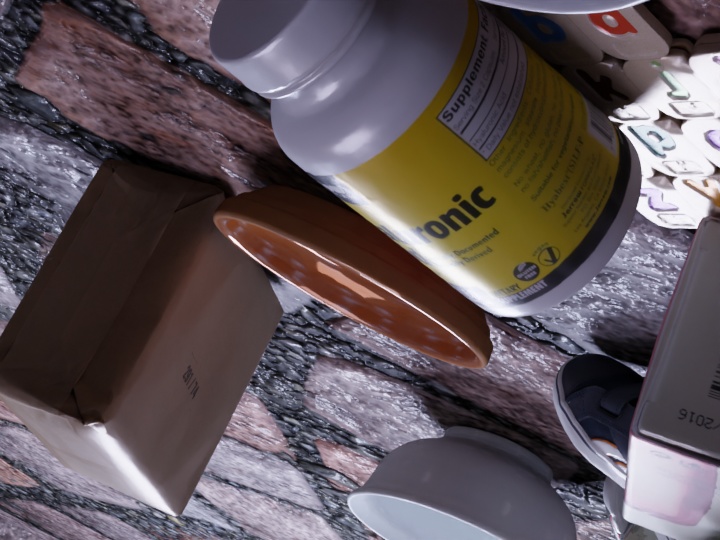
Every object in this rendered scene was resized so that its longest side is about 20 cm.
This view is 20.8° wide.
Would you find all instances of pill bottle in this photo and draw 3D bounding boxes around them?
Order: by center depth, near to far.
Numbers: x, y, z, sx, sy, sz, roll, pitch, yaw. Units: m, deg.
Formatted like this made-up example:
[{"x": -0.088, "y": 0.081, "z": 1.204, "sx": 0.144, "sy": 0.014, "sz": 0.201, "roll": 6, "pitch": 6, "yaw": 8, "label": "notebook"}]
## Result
[{"x": 0.029, "y": -0.073, "z": 0.903, "sx": 0.200, "sy": 0.112, "sz": 0.111, "roll": 37, "pitch": 158, "yaw": -31, "label": "pill bottle"}]

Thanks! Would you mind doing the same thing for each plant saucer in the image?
[{"x": 0.000, "y": 0.000, "z": 1.254, "sx": 0.200, "sy": 0.038, "sz": 0.200, "roll": 28, "pitch": 170, "yaw": 5, "label": "plant saucer"}]

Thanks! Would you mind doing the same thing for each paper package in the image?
[{"x": -0.152, "y": 0.049, "z": 1.376, "sx": 0.103, "sy": 0.191, "sz": 0.200, "roll": 21, "pitch": 160, "yaw": 20, "label": "paper package"}]

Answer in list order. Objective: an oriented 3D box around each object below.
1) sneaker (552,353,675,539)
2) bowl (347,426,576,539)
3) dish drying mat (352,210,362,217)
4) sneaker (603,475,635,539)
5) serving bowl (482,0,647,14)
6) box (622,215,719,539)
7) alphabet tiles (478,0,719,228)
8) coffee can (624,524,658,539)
[{"x": 0.196, "y": 0.108, "z": 1.229, "sx": 0.200, "sy": 0.078, "sz": 0.080, "roll": 53, "pitch": 142, "yaw": 36, "label": "sneaker"}, {"x": 0.096, "y": 0.188, "z": 1.593, "sx": 0.200, "sy": 0.091, "sz": 0.201, "roll": 22, "pitch": 161, "yaw": 8, "label": "bowl"}, {"x": 0.060, "y": -0.037, "z": 1.149, "sx": 0.077, "sy": 0.018, "sz": 0.200, "roll": 31, "pitch": 161, "yaw": -13, "label": "dish drying mat"}, {"x": 0.232, "y": 0.208, "z": 1.507, "sx": 0.200, "sy": 0.077, "sz": 0.082, "roll": 50, "pitch": 170, "yaw": -32, "label": "sneaker"}, {"x": 0.042, "y": -0.178, "z": 0.719, "sx": 0.200, "sy": 0.066, "sz": 0.200, "roll": 23, "pitch": 162, "yaw": 8, "label": "serving bowl"}, {"x": 0.211, "y": 0.074, "z": 1.062, "sx": 0.109, "sy": 0.128, "sz": 0.200, "roll": 18, "pitch": 163, "yaw": 12, "label": "box"}, {"x": 0.137, "y": -0.077, "z": 0.950, "sx": 0.195, "sy": 0.015, "sz": 0.200, "roll": 38, "pitch": 158, "yaw": -34, "label": "alphabet tiles"}, {"x": 0.260, "y": 0.236, "z": 1.344, "sx": 0.146, "sy": 0.147, "sz": 0.200, "roll": 17, "pitch": 172, "yaw": 22, "label": "coffee can"}]
